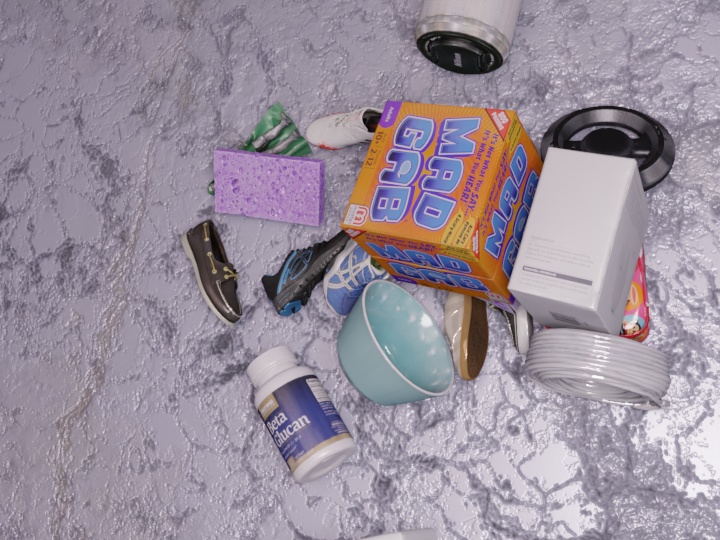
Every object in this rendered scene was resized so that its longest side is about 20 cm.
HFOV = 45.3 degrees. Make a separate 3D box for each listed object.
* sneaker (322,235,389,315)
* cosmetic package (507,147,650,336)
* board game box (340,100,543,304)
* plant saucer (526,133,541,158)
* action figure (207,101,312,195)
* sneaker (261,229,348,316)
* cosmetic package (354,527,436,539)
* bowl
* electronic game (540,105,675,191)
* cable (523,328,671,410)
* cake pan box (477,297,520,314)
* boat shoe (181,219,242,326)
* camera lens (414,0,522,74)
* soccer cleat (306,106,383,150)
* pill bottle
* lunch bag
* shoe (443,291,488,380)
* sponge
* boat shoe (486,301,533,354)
[{"bbox_3d":[0.000,0.000,1.375,0.077,0.075,0.201,55,134,38],"label":"sneaker"},{"bbox_3d":[0.300,-0.030,1.165,0.122,0.199,0.202,14,79,27],"label":"cosmetic package"},{"bbox_3d":[0.127,-0.096,1.221,0.198,0.200,0.201,11,73,32],"label":"board game box"},{"bbox_3d":[0.199,-0.150,1.407,0.198,0.032,0.202,-5,75,19],"label":"plant saucer"},{"bbox_3d":[-0.196,-0.198,1.547,0.199,0.055,0.119,-38,71,11],"label":"action figure"},{"bbox_3d":[-0.083,-0.016,1.448,0.200,0.073,0.082,-41,66,5],"label":"sneaker"},{"bbox_3d":[0.024,0.465,1.221,0.163,0.200,0.167,-17,71,14],"label":"cosmetic package"},{"bbox_3d":[0.040,0.127,1.322,0.105,0.200,0.202,-39,67,27],"label":"bowl"},{"bbox_3d":[0.374,-0.183,1.313,0.198,0.042,0.201,-5,48,6],"label":"electronic game"},{"bbox_3d":[0.328,0.134,1.199,0.198,0.200,0.070,7,74,24],"label":"cable"},{"bbox_3d":[0.196,-0.052,1.315,0.199,0.052,0.185,26,84,34],"label":"cake pan box"},{"bbox_3d":[-0.249,0.002,1.502,0.060,0.072,0.202,-35,66,12],"label":"boat shoe"},{"bbox_3d":[0.182,-0.436,1.414,0.158,0.160,0.202,11,80,21],"label":"camera lens"},{"bbox_3d":[-0.006,-0.247,1.472,0.198,0.085,0.069,3,78,19],"label":"soccer cleat"},{"bbox_3d":[-0.101,0.224,1.374,0.111,0.111,0.201,-36,68,7],"label":"pill bottle"},{"bbox_3d":[0.338,0.016,1.294,0.174,0.082,0.202,-7,72,21],"label":"lunch bag"},{"bbox_3d":[0.163,0.074,1.348,0.053,0.070,0.202,-10,64,36],"label":"shoe"},{"bbox_3d":[-0.158,-0.145,1.495,0.198,0.030,0.113,9,109,16],"label":"sponge"},{"bbox_3d":[0.226,0.037,1.334,0.063,0.071,0.202,-12,65,15],"label":"boat shoe"}]
